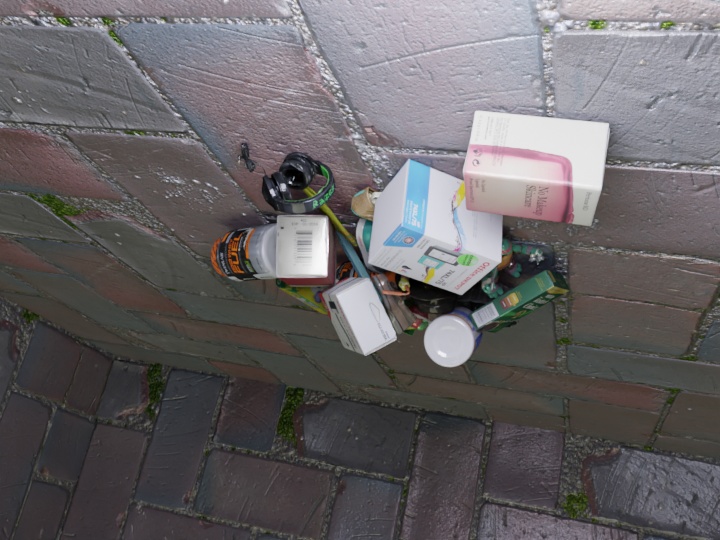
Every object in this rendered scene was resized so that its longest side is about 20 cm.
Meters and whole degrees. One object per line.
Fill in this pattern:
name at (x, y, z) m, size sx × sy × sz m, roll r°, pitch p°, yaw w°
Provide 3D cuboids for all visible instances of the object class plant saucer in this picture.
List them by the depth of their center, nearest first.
plant saucer at (0.000, 0.000, 1.727) m, size 0.019 × 0.201 × 0.070 m, roll -26°, pitch 159°, yaw -4°

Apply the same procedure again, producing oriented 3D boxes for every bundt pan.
bundt pan at (0.286, 0.073, 1.861) m, size 0.199 × 0.077 × 0.202 m, roll 12°, pitch 160°, yaw 4°

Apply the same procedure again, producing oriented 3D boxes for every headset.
headset at (-0.138, -0.174, 1.415) m, size 0.199 × 0.124 × 0.095 m, roll 22°, pitch 143°, yaw 33°

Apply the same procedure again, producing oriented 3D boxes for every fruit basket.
fruit basket at (0.120, 0.124, 2.049) m, size 0.184 × 0.095 × 0.199 m, roll 25°, pitch 177°, yaw -31°

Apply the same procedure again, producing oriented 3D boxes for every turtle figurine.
turtle figurine at (0.295, -0.016, 1.583) m, size 0.149 × 0.101 × 0.200 m, roll -28°, pitch 161°, yaw -4°
turtle figurine at (0.142, -0.010, 1.631) m, size 0.198 × 0.065 × 0.161 m, roll -24°, pitch -176°, yaw 20°

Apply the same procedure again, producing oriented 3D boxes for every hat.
hat at (0.167, 0.049, 1.701) m, size 0.198 × 0.201 × 0.082 m, roll 5°, pitch 115°, yaw 22°

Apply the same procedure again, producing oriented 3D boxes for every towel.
towel at (-0.062, -0.117, 1.588) m, size 0.086 × 0.018 × 0.200 m, roll 42°, pitch 176°, yaw 31°

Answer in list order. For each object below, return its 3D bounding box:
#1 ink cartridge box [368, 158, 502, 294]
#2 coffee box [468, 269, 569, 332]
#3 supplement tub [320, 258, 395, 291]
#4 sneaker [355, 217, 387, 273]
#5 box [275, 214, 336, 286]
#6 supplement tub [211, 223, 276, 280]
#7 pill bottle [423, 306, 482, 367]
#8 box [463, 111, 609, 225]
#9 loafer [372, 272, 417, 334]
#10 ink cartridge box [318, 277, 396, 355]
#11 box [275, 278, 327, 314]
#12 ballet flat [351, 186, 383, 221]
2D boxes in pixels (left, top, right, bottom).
ink cartridge box at (0.138, -0.074, 1.406) m, size 0.198 × 0.148 × 0.147 m, roll 18°, pitch 148°, yaw -16°
coffee box at (0.344, 0.069, 1.681) m, size 0.199 × 0.044 × 0.123 m, roll -33°, pitch 159°, yaw 23°
supplement tub at (0.006, 0.032, 1.863) m, size 0.122 × 0.124 × 0.199 m, roll 27°, pitch 156°, yaw -35°
sneaker at (0.070, -0.045, 1.667) m, size 0.119 × 0.084 × 0.200 m, roll 14°, pitch 158°, yaw 22°
box at (-0.111, -0.038, 1.645) m, size 0.107 × 0.130 × 0.200 m, roll 0°, pitch 174°, yaw 3°
supplement tub at (-0.249, -0.039, 1.805) m, size 0.198 × 0.124 × 0.122 m, roll -6°, pitch 154°, yaw 41°
pill bottle at (0.214, 0.143, 1.739) m, size 0.111 × 0.114 × 0.200 m, roll 7°, pitch -173°, yaw 16°
box at (0.262, -0.153, 1.173) m, size 0.197 × 0.110 × 0.128 m, roll 9°, pitch 160°, yaw 13°
loafer at (0.079, 0.065, 1.738) m, size 0.062 × 0.072 × 0.201 m, roll -27°, pitch 140°, yaw -3°
ink cartridge box at (-0.009, 0.097, 1.696) m, size 0.083 × 0.146 × 0.200 m, roll -27°, pitch -174°, yaw -14°
box at (-0.123, 0.019, 1.917) m, size 0.048 × 0.119 × 0.199 m, roll 4°, pitch 160°, yaw 41°
ballet flat at (0.079, -0.113, 1.522) m, size 0.198 × 0.068 × 0.072 m, roll 24°, pitch 138°, yaw -17°
